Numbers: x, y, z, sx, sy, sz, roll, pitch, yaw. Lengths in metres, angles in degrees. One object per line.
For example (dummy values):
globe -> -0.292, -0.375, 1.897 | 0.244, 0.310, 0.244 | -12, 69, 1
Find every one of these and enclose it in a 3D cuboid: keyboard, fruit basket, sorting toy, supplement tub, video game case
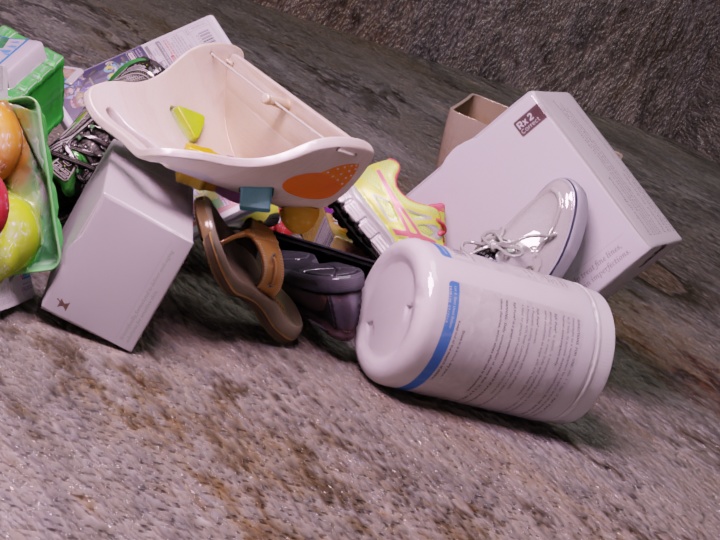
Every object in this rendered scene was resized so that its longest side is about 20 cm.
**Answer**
keyboard -> 0.000, 0.000, 1.731 | 0.200, 0.040, 0.104 | 19, -26, 43
fruit basket -> -0.357, -0.156, 1.526 | 0.200, 0.094, 0.185 | 17, 31, 8
fruit basket -> -0.287, -0.057, 1.337 | 0.094, 0.186, 0.200 | -6, 7, 14
sorting toy -> -0.126, -0.109, 1.489 | 0.180, 0.107, 0.200 | 6, 25, -44
supplement tub -> 0.108, 0.055, 1.604 | 0.200, 0.132, 0.132 | 16, 14, -26
video game case -> -0.168, -0.125, 1.704 | 0.182, 0.023, 0.200 | -27, 72, -19

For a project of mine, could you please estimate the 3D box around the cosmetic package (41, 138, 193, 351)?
cosmetic package -> -0.194, -0.025, 1.479 | 0.085, 0.108, 0.200 | 29, 13, -14

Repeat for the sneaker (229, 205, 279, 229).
sneaker -> -0.163, -0.107, 1.870 | 0.200, 0.090, 0.078 | 28, 13, 21

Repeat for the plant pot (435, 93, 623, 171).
plant pot -> 0.179, -0.082, 2.155 | 0.200, 0.177, 0.200 | 23, 14, 6

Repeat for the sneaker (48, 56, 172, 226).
sneaker -> -0.227, -0.102, 1.590 | 0.078, 0.200, 0.085 | 42, 25, 2

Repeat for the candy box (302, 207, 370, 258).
candy box -> 0.006, -0.021, 1.912 | 0.117, 0.057, 0.200 | 20, 15, -13

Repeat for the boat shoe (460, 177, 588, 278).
boat shoe -> 0.131, -0.006, 1.703 | 0.086, 0.202, 0.075 | 27, 9, -39

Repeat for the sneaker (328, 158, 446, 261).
sneaker -> 0.058, -0.024, 1.763 | 0.200, 0.090, 0.078 | 53, -13, -3

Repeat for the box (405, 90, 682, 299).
box -> 0.174, -0.044, 1.820 | 0.200, 0.199, 0.131 | 54, 23, 11

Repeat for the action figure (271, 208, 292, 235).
action figure -> -0.106, -0.100, 1.963 | 0.065, 0.099, 0.200 | 13, 18, -29

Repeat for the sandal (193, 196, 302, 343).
sandal -> -0.086, -0.006, 1.524 | 0.200, 0.054, 0.080 | 52, 15, -53

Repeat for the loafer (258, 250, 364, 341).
loafer -> -0.058, 0.021, 1.653 | 0.072, 0.063, 0.200 | -8, 10, -26
